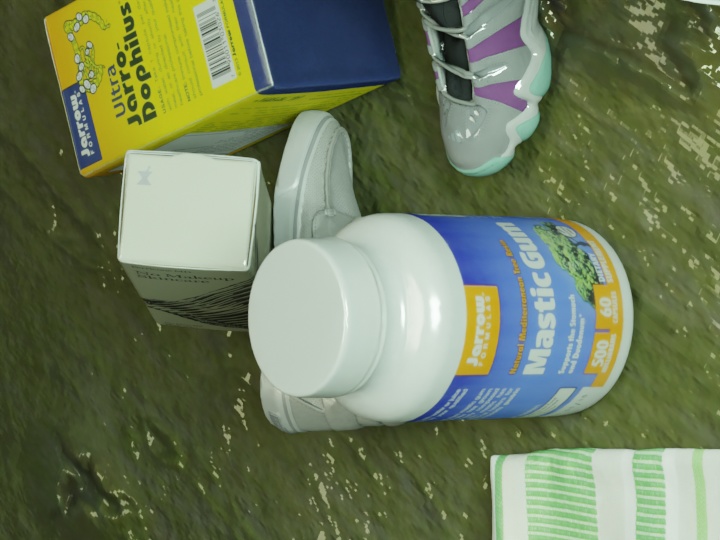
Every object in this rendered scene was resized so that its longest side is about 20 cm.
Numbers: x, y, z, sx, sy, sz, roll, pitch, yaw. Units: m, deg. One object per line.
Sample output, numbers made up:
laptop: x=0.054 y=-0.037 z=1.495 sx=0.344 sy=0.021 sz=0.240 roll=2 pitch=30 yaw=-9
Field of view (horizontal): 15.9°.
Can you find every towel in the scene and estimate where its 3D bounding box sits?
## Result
towel: x=0.145 y=0.172 z=1.400 sx=0.200 sy=0.023 sz=0.153 roll=-3 pitch=86 yaw=49

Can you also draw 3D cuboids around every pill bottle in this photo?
pill bottle: x=0.042 y=0.025 z=1.385 sx=0.112 sy=0.200 sz=0.112 roll=0 pitch=90 yaw=48

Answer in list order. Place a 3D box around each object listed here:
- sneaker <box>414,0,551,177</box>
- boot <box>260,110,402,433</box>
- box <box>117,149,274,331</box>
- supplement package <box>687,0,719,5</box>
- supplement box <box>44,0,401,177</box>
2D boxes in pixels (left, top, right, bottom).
sneaker: x=0.042 y=-0.153 z=1.432 sx=0.078 sy=0.140 sz=0.201 roll=16 pitch=101 yaw=47
boot: x=0.000 y=0.000 z=1.546 sx=0.095 sy=0.074 sz=0.201 roll=-1 pitch=76 yaw=21
box: x=-0.093 y=-0.015 z=1.544 sx=0.200 sy=0.082 sz=0.069 roll=73 pitch=-159 yaw=-78
supplement package: x=0.156 y=-0.210 z=1.292 sx=0.200 sy=0.155 sz=0.111 roll=30 pitch=112 yaw=44
supplement box: x=-0.088 y=-0.139 z=1.597 sx=0.200 sy=0.109 sz=0.110 roll=-21 pitch=81 yaw=46
